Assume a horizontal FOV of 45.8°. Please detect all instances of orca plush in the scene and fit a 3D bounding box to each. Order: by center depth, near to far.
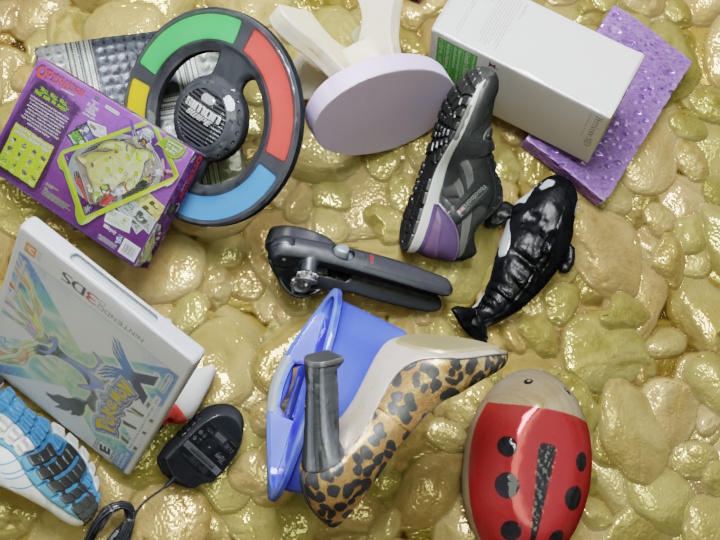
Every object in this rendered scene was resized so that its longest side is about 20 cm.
[{"bbox_3d":[0.169,-0.022,0.884,0.199,0.071,0.106,-41,88,-13],"label":"orca plush"}]

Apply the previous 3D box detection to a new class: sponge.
[{"bbox_3d":[0.274,-0.185,0.950,0.111,0.030,0.201,35,78,0],"label":"sponge"}]

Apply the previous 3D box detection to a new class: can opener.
[{"bbox_3d":[0.000,0.000,0.854,0.196,0.064,0.080,14,57,-10],"label":"can opener"}]

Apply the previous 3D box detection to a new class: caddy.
[{"bbox_3d":[-0.034,0.119,0.794,0.103,0.141,0.203,18,77,-8],"label":"caddy"}]

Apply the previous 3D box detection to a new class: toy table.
[{"bbox_3d":[-0.001,-0.199,0.849,0.183,0.199,0.118,-36,74,20],"label":"toy table"}]

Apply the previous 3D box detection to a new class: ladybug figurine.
[{"bbox_3d":[0.170,0.198,0.845,0.133,0.072,0.204,9,79,-7],"label":"ladybug figurine"}]

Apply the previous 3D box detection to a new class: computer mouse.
[{"bbox_3d":[-0.190,0.203,0.815,0.200,0.034,0.059,-42,118,-8],"label":"computer mouse"}]

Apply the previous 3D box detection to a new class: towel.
[{"bbox_3d":[-0.222,-0.145,0.873,0.189,0.035,0.204,-11,80,-13],"label":"towel"}]

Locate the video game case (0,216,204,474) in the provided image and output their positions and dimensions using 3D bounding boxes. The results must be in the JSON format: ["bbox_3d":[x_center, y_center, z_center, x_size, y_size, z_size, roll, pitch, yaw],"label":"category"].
[{"bbox_3d":[-0.244,0.075,0.755,0.181,0.201,0.022,38,41,0],"label":"video game case"}]

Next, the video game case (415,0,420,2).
[{"bbox_3d":[0.013,-0.423,0.949,0.178,0.036,0.203,18,78,-6],"label":"video game case"}]

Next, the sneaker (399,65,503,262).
[{"bbox_3d":[0.110,-0.103,0.862,0.086,0.076,0.203,14,117,-13],"label":"sneaker"}]

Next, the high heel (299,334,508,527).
[{"bbox_3d":[0.039,0.132,0.720,0.197,0.071,0.145,-4,101,-26],"label":"high heel"}]

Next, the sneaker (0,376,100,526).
[{"bbox_3d":[-0.329,0.170,0.787,0.200,0.075,0.087,44,104,-3],"label":"sneaker"}]

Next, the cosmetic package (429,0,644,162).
[{"bbox_3d":[0.175,-0.209,0.881,0.198,0.108,0.086,30,75,12],"label":"cosmetic package"}]

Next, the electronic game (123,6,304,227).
[{"bbox_3d":[-0.141,-0.143,0.802,0.197,0.041,0.204,2,95,24],"label":"electronic game"}]

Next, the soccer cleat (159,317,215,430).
[{"bbox_3d":[-0.227,0.064,0.817,0.199,0.069,0.085,41,65,-1],"label":"soccer cleat"}]

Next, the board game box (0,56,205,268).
[{"bbox_3d":[-0.254,-0.104,0.807,0.198,0.032,0.121,32,99,17],"label":"board game box"}]
